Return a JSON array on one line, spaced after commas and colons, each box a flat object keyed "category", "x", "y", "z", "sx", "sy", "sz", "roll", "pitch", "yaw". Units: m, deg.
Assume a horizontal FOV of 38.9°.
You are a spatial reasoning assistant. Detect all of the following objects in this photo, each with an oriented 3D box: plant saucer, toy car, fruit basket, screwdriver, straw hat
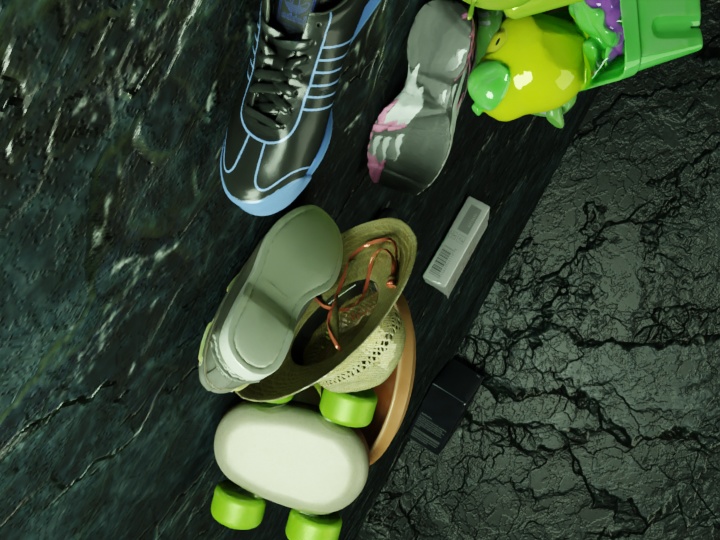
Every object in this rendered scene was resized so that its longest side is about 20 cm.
[{"category": "plant saucer", "x": 0.010, "y": 0.111, "z": 1.098, "sx": 0.200, "sy": 0.032, "sz": 0.203, "roll": -169, "pitch": -90, "yaw": -67}, {"category": "toy car", "x": -0.061, "y": 0.167, "z": 1.076, "sx": 0.200, "sy": 0.156, "sz": 0.166, "roll": -64, "pitch": 169, "yaw": -78}, {"category": "fruit basket", "x": 0.189, "y": -0.224, "z": 0.951, "sx": 0.215, "sy": 0.213, "sz": 0.158, "roll": -18, "pitch": 104, "yaw": -73}, {"category": "screwdriver", "x": 0.000, "y": 0.000, "z": 1.132, "sx": 0.029, "sy": 0.028, "sz": 0.201, "roll": -16, "pitch": -146, "yaw": 37}, {"category": "straw hat", "x": -0.010, "y": 0.057, "z": 0.871, "sx": 0.200, "sy": 0.085, "sz": 0.202, "roll": -31, "pitch": -150, "yaw": 20}]

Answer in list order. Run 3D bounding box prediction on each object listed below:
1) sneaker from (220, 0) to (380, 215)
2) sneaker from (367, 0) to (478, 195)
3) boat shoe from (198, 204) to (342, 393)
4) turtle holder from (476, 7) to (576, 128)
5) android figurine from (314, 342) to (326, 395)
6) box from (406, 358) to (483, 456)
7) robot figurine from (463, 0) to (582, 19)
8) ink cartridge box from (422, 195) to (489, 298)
[{"category": "sneaker", "x": -0.042, "y": -0.132, "z": 0.619, "sx": 0.202, "sy": 0.070, "sz": 0.078, "roll": -67, "pitch": 163, "yaw": 3}, {"category": "sneaker", "x": 0.074, "y": -0.167, "z": 0.987, "sx": 0.086, "sy": 0.080, "sz": 0.201, "roll": -44, "pitch": 160, "yaw": -58}, {"category": "boat shoe", "x": -0.073, "y": 0.020, "z": 0.835, "sx": 0.060, "sy": 0.072, "sz": 0.202, "roll": -35, "pitch": -162, "yaw": 39}, {"category": "turtle holder", "x": 0.176, "y": -0.257, "z": 1.126, "sx": 0.133, "sy": 0.185, "sz": 0.141, "roll": -60, "pitch": -159, "yaw": -9}, {"category": "android figurine", "x": -0.025, "y": 0.093, "z": 1.274, "sx": 0.202, "sy": 0.041, "sz": 0.182, "roll": -63, "pitch": 168, "yaw": 10}, {"category": "box", "x": 0.248, "y": 0.396, "z": 2.978, "sx": 0.201, "sy": 0.117, "sz": 0.197, "roll": -65, "pitch": 167, "yaw": 26}, {"category": "robot figurine", "x": 0.127, "y": -0.291, "z": 0.819, "sx": 0.201, "sy": 0.115, "sz": 0.176, "roll": -52, "pitch": 139, "yaw": -30}, {"category": "ink cartridge box", "x": 0.173, "y": -0.038, "z": 1.814, "sx": 0.162, "sy": 0.050, "sz": 0.200, "roll": -60, "pitch": 173, "yaw": -3}]
